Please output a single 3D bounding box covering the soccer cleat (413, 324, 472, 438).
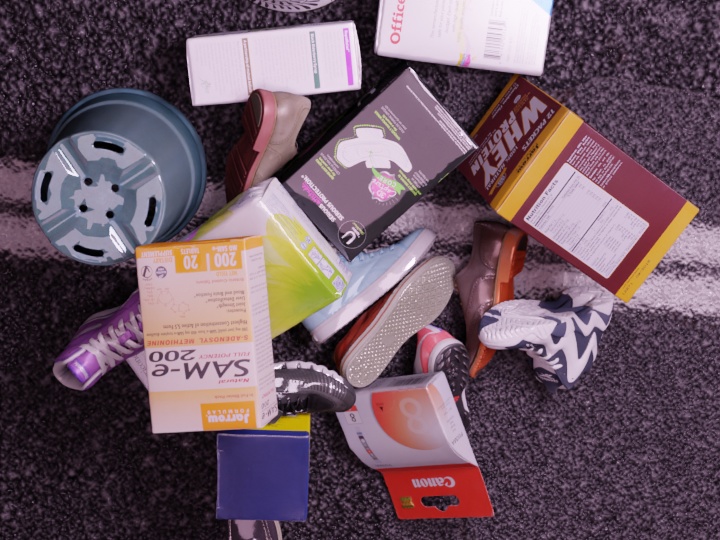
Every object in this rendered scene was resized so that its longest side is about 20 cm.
[{"bbox_3d":[0.098,0.163,1.593,0.068,0.073,0.202,-15,123,-23],"label":"soccer cleat"}]

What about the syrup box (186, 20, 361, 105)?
[{"bbox_3d":[-0.100,-0.244,1.471,0.198,0.079,0.082,-5,104,-1],"label":"syrup box"}]

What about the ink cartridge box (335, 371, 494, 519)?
[{"bbox_3d":[0.062,0.230,1.566,0.161,0.050,0.202,-11,103,40],"label":"ink cartridge box"}]

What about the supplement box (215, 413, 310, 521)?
[{"bbox_3d":[-0.115,0.209,1.520,0.108,0.200,0.110,2,106,-2],"label":"supplement box"}]

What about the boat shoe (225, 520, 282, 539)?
[{"bbox_3d":[-0.137,0.385,1.633,0.071,0.065,0.202,-5,103,1],"label":"boat shoe"}]

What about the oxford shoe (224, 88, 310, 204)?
[{"bbox_3d":[-0.110,-0.129,1.479,0.074,0.071,0.201,-3,145,-26],"label":"oxford shoe"}]

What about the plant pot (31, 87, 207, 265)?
[{"bbox_3d":[-0.285,-0.100,1.443,0.198,0.196,0.202,0,103,-1],"label":"plant pot"}]

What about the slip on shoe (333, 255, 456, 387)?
[{"bbox_3d":[0.040,0.056,1.553,0.200,0.061,0.074,-48,125,-6],"label":"slip on shoe"}]

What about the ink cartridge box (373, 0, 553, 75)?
[{"bbox_3d":[0.119,-0.313,1.457,0.198,0.085,0.146,6,103,-4],"label":"ink cartridge box"}]

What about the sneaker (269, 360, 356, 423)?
[{"bbox_3d":[-0.104,0.145,1.434,0.198,0.091,0.067,15,136,-9],"label":"sneaker"}]

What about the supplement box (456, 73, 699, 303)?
[{"bbox_3d":[0.240,-0.099,1.440,0.199,0.197,0.133,33,101,-20],"label":"supplement box"}]

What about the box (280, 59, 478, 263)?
[{"bbox_3d":[0.019,-0.132,1.466,0.200,0.149,0.124,-41,101,8],"label":"box"}]

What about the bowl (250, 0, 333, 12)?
[{"bbox_3d":[-0.079,-0.395,1.427,0.199,0.094,0.203,-1,104,-2],"label":"bowl"}]

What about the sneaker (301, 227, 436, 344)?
[{"bbox_3d":[0.000,0.000,1.539,0.200,0.074,0.082,-39,90,0],"label":"sneaker"}]

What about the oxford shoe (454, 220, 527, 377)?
[{"bbox_3d":[0.151,0.034,1.564,0.072,0.071,0.202,19,106,21],"label":"oxford shoe"}]

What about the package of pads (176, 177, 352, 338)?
[{"bbox_3d":[-0.129,0.001,1.432,0.199,0.068,0.155,-31,106,30],"label":"package of pads"}]

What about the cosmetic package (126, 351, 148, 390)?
[{"bbox_3d":[-0.202,0.054,1.547,0.199,0.074,0.102,-33,102,5],"label":"cosmetic package"}]

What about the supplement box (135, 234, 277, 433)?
[{"bbox_3d":[-0.164,0.068,1.346,0.125,0.074,0.202,-5,94,11],"label":"supplement box"}]

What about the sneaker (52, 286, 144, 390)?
[{"bbox_3d":[-0.273,0.083,1.430,0.200,0.114,0.073,-30,105,36],"label":"sneaker"}]

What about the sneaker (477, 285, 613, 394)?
[{"bbox_3d":[0.224,0.101,1.541,0.198,0.079,0.131,-16,119,-39],"label":"sneaker"}]
